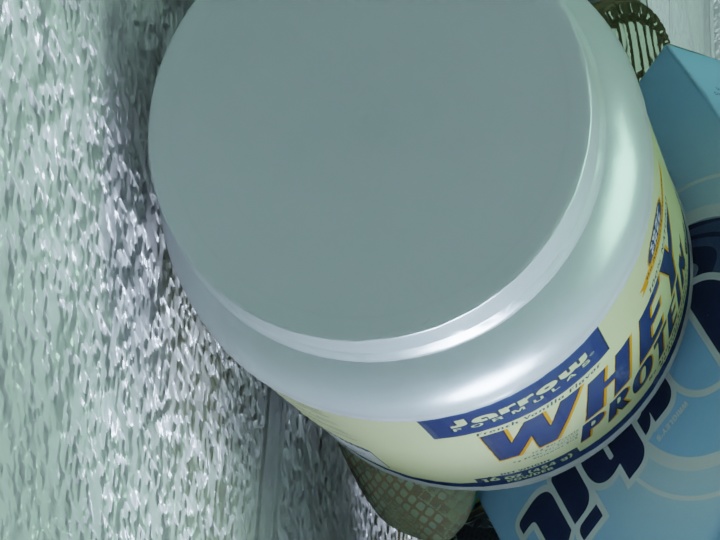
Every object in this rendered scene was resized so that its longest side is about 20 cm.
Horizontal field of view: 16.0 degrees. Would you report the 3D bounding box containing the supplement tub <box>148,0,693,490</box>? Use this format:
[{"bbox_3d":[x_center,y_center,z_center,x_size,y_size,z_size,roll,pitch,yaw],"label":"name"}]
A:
[{"bbox_3d":[0.022,-0.017,0.777,0.200,0.145,0.145,48,40,-72],"label":"supplement tub"}]

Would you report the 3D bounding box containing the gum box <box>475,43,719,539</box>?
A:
[{"bbox_3d":[0.113,0.050,0.869,0.170,0.045,0.200,-55,-139,27],"label":"gum box"}]

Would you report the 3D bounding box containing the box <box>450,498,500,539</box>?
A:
[{"bbox_3d":[0.095,0.179,0.953,0.158,0.051,0.200,50,14,-34],"label":"box"}]

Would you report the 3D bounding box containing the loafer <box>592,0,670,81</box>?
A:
[{"bbox_3d":[0.072,-0.066,1.027,0.200,0.067,0.076,-8,86,-60],"label":"loafer"}]

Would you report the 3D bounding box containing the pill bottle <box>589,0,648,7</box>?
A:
[{"bbox_3d":[0.064,-0.143,1.113,0.114,0.114,0.200,-81,163,-48],"label":"pill bottle"}]

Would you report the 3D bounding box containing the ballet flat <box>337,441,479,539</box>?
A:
[{"bbox_3d":[0.000,0.000,0.922,0.062,0.067,0.200,3,79,-49],"label":"ballet flat"}]
